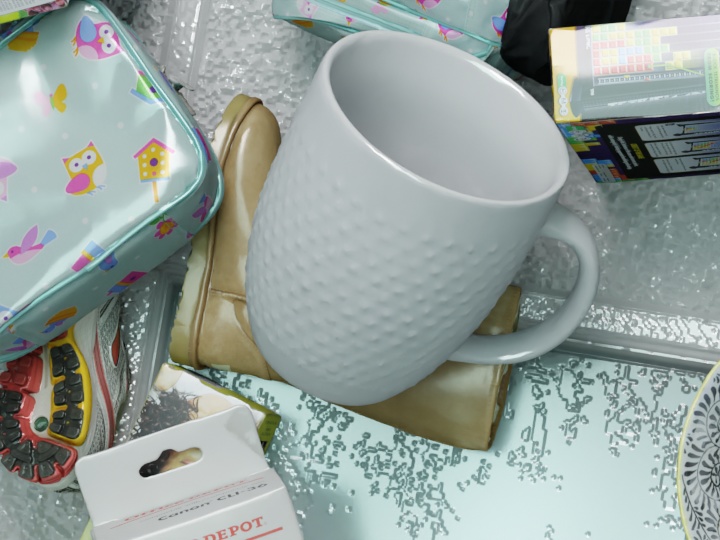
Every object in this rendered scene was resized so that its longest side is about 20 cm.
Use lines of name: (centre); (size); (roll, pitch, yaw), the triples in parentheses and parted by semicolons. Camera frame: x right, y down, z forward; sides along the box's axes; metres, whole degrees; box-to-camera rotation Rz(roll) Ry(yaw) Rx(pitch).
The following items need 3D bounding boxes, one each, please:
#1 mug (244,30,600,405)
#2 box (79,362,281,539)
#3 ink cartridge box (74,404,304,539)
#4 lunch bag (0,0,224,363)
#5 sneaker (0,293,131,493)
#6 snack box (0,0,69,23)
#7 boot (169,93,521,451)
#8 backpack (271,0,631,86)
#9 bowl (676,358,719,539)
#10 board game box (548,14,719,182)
mug: (0.036, -0.011, 1.550); (0.199, 0.148, 0.176); (18, 125, -15)
box: (-0.124, 0.161, 1.673); (0.075, 0.050, 0.201); (24, 90, 12)
ink cartridge box: (-0.083, 0.190, 1.613); (0.116, 0.067, 0.201); (-19, 98, -7)
lunch bag: (-0.185, -0.057, 1.625); (0.200, 0.077, 0.161); (-36, 74, 4)
sneaker: (-0.179, 0.039, 1.688); (0.077, 0.082, 0.201); (-3, 68, 19)
snack box: (-0.230, -0.212, 1.630); (0.141, 0.053, 0.201); (-12, 39, 14)
boot: (0.000, 0.000, 1.661); (0.199, 0.066, 0.176); (12, 97, 12)
backpack: (0.045, -0.177, 1.623); (0.199, 0.167, 0.127); (20, 94, 19)
bowl: (0.280, 0.118, 1.573); (0.199, 0.094, 0.202); (-1, 84, 11)
board game box: (0.198, -0.096, 1.557); (0.164, 0.200, 0.057); (-5, 82, 10)
